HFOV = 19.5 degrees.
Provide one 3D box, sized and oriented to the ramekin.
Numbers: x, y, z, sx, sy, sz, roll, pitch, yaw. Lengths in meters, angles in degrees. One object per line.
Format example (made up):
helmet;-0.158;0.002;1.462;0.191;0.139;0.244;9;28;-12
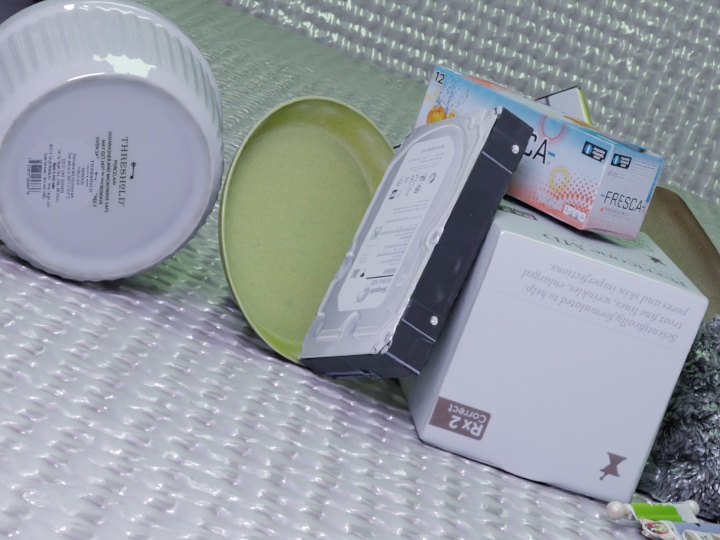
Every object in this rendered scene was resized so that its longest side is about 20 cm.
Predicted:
ramekin;-0.190;-0.087;1.504;0.199;0.201;0.105;17;22;-22

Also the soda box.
soda box;0.128;-0.089;1.557;0.063;0.069;0.200;9;15;-44

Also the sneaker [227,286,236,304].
sneaker;0.000;0.000;1.647;0.112;0.200;0.073;57;-22;-9

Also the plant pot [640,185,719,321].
plant pot;0.251;0.063;1.724;0.186;0.187;0.200;12;30;-41

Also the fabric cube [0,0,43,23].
fabric cube;-0.357;-0.249;1.759;0.199;0.197;0.199;18;-17;-13

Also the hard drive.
hard drive;0.037;-0.018;1.490;0.038;0.201;0.140;32;-17;-22

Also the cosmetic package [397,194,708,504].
cosmetic package;0.132;0.045;1.541;0.164;0.166;0.200;18;12;-11

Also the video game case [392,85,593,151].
video game case;0.108;-0.046;1.724;0.026;0.199;0.181;58;17;-56

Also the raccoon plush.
raccoon plush;0.287;0.119;1.562;0.199;0.135;0.097;25;12;18

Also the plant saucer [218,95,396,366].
plant saucer;-0.037;-0.028;1.554;0.031;0.201;0.199;-4;-10;45

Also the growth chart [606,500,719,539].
growth chart;0.278;0.208;1.442;0.200;0.018;0.144;29;13;29
